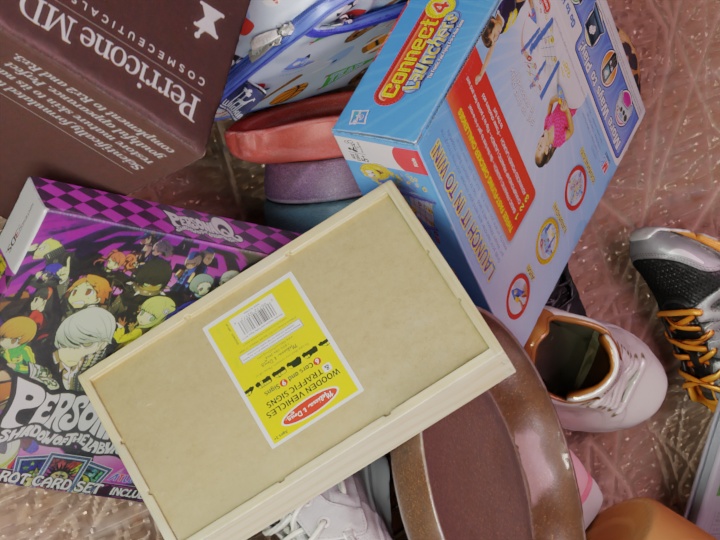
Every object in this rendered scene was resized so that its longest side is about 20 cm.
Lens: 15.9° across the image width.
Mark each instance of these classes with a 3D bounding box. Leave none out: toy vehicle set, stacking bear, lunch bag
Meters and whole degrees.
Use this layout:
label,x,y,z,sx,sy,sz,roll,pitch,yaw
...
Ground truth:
label,x,y,z,sx,sy,sz,roll,pitch,yaw
toy vehicle set,-0.036,0.054,1.341,0.200,0.124,0.027,-32,149,1
stacking bear,0.000,0.000,1.525,0.114,0.121,0.200,-63,145,-75
lunch bag,-0.015,-0.158,1.483,0.200,0.160,0.076,-24,83,-51

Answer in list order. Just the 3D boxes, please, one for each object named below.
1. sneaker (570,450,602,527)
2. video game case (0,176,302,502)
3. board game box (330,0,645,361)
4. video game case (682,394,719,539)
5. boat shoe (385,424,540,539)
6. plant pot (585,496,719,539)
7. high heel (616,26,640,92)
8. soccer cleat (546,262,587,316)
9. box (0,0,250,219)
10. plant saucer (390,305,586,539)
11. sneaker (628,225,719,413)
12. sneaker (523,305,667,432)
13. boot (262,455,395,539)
label,x,y,z,sx,sy,sz,roll,pitch,yaw
sneaker,0.068,0.164,1.568,0.105,0.075,0.200,56,49,-22
video game case,-0.126,0.046,1.402,0.200,0.036,0.181,12,120,-35
board game box,0.079,-0.086,1.469,0.196,0.056,0.200,-60,145,-27
video game case,0.304,0.135,1.729,0.200,0.022,0.182,3,110,-35
boat shoe,0.004,0.138,1.510,0.200,0.072,0.068,-29,88,-10
plant pot,0.177,0.234,1.573,0.140,0.200,0.200,46,60,-10
high heel,0.104,-0.118,1.633,0.143,0.071,0.200,54,49,-10
soccer cleat,0.099,-0.011,1.610,0.068,0.081,0.200,-42,110,-32
box,-0.166,-0.157,1.372,0.166,0.164,0.200,31,57,-29
plant saucer,0.067,0.119,1.409,0.200,0.034,0.201,42,39,-47
sneaker,0.240,0.049,1.710,0.200,0.078,0.077,48,64,-22
sneaker,0.139,0.067,1.581,0.200,0.085,0.073,21,94,-46
boot,-0.033,0.140,1.363,0.095,0.200,0.074,28,110,-18
